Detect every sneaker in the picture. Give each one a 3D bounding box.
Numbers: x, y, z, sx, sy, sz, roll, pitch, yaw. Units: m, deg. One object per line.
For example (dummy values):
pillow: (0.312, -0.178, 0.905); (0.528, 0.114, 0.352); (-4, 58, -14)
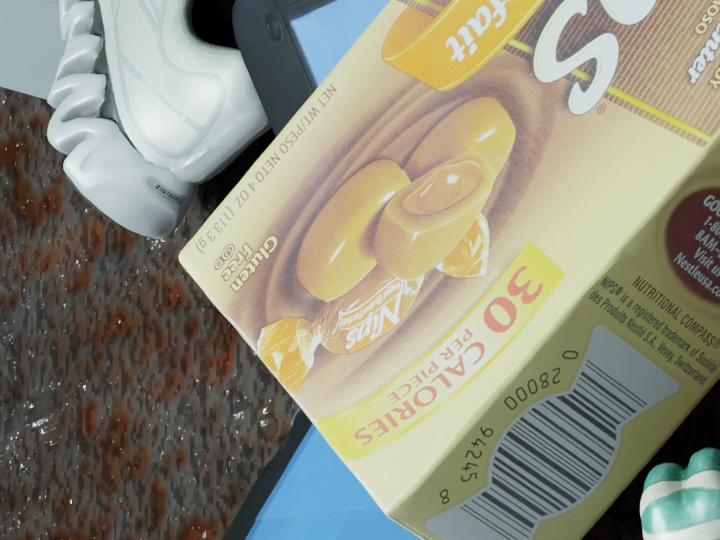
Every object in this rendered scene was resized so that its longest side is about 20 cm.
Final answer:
sneaker: (-0.073, -0.109, 0.993); (0.081, 0.075, 0.201); (-35, 54, 25)

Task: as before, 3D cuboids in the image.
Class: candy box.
candy box: (0.059, -0.040, 0.632); (0.200, 0.055, 0.115); (-49, 41, 6)

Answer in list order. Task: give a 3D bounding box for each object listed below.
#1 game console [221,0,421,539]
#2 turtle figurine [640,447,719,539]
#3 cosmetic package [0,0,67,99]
game console: (0.000, 0.000, 0.773); (0.200, 0.118, 0.172); (-15, 100, 62)
turtle figurine: (0.113, 0.096, 0.605); (0.200, 0.149, 0.101); (-20, 47, 65)
cosmetic package: (-0.187, -0.162, 1.082); (0.052, 0.150, 0.201); (-52, 42, 31)
